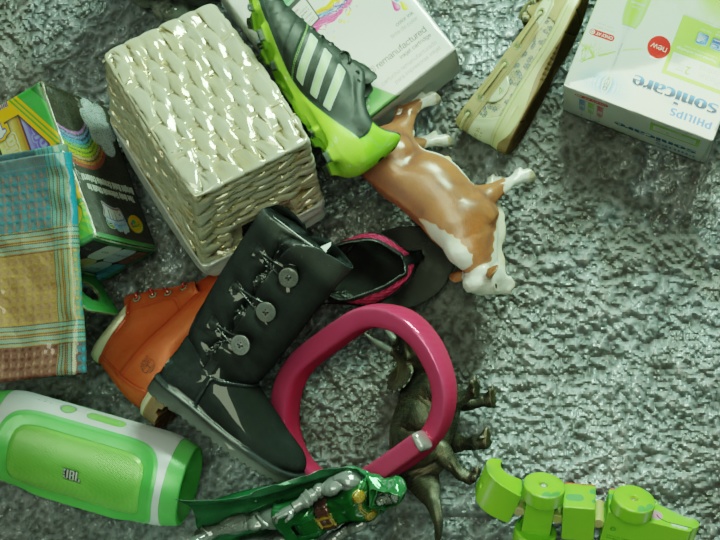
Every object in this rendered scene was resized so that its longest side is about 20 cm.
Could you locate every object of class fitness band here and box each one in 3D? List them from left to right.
[{"bbox_3d":[-0.001,0.116,1.412,0.199,0.037,0.145,-36,74,34],"label":"fitness band"}]

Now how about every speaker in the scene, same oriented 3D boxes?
[{"bbox_3d":[-0.248,0.170,1.455,0.197,0.088,0.090,14,82,9],"label":"speaker"}]

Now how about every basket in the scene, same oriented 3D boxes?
[{"bbox_3d":[-0.133,-0.122,1.441,0.134,0.124,0.201,-28,64,-15],"label":"basket"}]

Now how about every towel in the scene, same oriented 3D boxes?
[{"bbox_3d":[-0.310,-0.003,1.398,0.145,0.022,0.203,-7,83,20],"label":"towel"}]

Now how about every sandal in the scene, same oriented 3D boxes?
[{"bbox_3d":[0.000,0.000,1.446,0.197,0.045,0.076,-6,83,-20],"label":"sandal"}]

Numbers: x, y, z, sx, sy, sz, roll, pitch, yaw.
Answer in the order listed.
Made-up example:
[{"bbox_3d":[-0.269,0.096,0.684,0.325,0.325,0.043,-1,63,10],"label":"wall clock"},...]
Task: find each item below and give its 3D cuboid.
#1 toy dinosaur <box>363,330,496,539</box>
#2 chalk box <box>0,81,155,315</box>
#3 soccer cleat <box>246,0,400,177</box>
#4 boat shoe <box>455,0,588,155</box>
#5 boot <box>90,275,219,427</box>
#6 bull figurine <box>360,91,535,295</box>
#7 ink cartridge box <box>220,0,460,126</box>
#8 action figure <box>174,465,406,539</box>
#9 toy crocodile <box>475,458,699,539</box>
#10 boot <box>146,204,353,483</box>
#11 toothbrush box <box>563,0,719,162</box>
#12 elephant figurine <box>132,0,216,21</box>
[{"bbox_3d":[0.064,0.142,1.440,0.101,0.077,0.203,0,91,25],"label":"toy dinosaur"},{"bbox_3d":[-0.280,-0.047,1.467,0.123,0.125,0.202,-24,76,16],"label":"chalk box"},{"bbox_3d":[-0.036,-0.177,1.424,0.080,0.068,0.202,-27,80,-13],"label":"soccer cleat"},{"bbox_3d":[0.157,-0.209,1.481,0.062,0.073,0.202,27,86,13],"label":"boat shoe"},{"bbox_3d":[-0.164,0.034,1.478,0.107,0.075,0.201,39,87,17],"label":"boot"},{"bbox_3d":[0.083,-0.069,1.453,0.200,0.065,0.121,43,58,5],"label":"bull figurine"},{"bbox_3d":[-0.022,-0.228,1.499,0.144,0.084,0.201,-37,78,0],"label":"ink cartridge box"},{"bbox_3d":[-0.050,0.216,1.391,0.198,0.119,0.055,-22,38,17],"label":"action figure"},{"bbox_3d":[0.198,0.214,1.410,0.197,0.062,0.068,9,120,6],"label":"toy crocodile"},{"bbox_3d":[-0.069,0.067,1.401,0.164,0.066,0.201,34,97,-7],"label":"boot"},{"bbox_3d":[0.287,-0.223,1.463,0.144,0.086,0.202,22,84,10],"label":"toothbrush box"},{"bbox_3d":[-0.184,-0.314,1.475,0.141,0.200,0.156,38,86,12],"label":"elephant figurine"}]
